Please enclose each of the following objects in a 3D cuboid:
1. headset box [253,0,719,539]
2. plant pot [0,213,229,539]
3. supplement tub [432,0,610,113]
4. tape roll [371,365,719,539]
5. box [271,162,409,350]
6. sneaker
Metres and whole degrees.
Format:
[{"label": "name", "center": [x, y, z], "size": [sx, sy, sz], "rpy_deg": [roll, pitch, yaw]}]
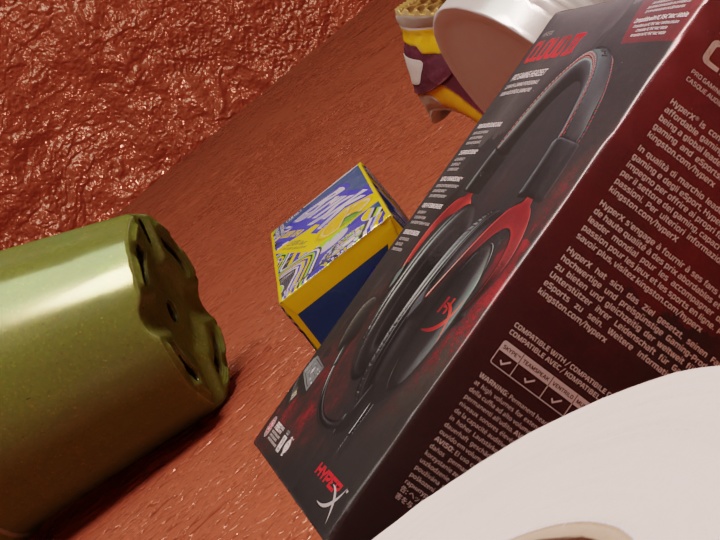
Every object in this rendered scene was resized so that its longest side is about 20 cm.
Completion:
[{"label": "headset box", "center": [0.062, 0.002, 0.516], "size": [0.201, 0.075, 0.149], "rpy_deg": [-54, 12, -2]}, {"label": "plant pot", "center": [-0.185, 0.057, 1.016], "size": [0.189, 0.201, 0.200], "rpy_deg": [-25, 13, 11]}, {"label": "supplement tub", "center": [0.139, -0.138, 0.736], "size": [0.200, 0.144, 0.144], "rpy_deg": [-48, 12, -10]}, {"label": "tape roll", "center": [0.030, 0.108, 0.323], "size": [0.202, 0.071, 0.203], "rpy_deg": [-37, 10, 8]}, {"label": "box", "center": [0.000, 0.000, 0.886], "size": [0.070, 0.064, 0.200], "rpy_deg": [-38, 10, 3]}, {"label": "sneaker", "center": [0.112, -0.122, 1.015], "size": [0.199, 0.091, 0.075], "rpy_deg": [11, 36, 43]}]
